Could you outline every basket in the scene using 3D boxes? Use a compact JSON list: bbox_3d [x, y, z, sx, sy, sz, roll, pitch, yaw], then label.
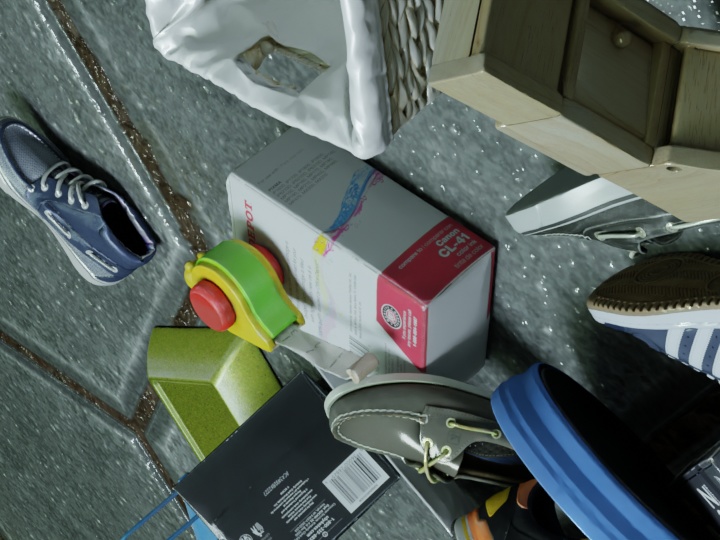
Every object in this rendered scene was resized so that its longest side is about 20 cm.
[{"bbox_3d":[-0.024,-0.212,0.980,0.198,0.161,0.200,29,146,34],"label":"basket"}]

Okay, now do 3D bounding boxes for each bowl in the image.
[{"bbox_3d":[0.170,0.140,1.109,0.201,0.039,0.201,42,-168,-11],"label":"bowl"}]

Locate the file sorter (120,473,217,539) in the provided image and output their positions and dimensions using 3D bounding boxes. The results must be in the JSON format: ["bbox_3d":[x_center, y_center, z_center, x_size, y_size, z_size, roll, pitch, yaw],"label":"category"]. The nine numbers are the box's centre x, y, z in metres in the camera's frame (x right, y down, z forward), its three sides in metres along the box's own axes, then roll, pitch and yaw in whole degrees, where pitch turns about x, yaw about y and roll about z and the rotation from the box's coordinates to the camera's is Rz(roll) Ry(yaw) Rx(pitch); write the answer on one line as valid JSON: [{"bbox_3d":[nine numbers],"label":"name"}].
[{"bbox_3d":[-0.161,0.354,1.879,0.200,0.123,0.139,29,144,35],"label":"file sorter"}]

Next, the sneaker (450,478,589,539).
[{"bbox_3d":[0.137,0.227,1.145,0.070,0.090,0.200,40,-164,-47],"label":"sneaker"}]

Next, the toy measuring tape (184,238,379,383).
[{"bbox_3d":[-0.068,0.023,1.238,0.200,0.074,0.074,24,142,43],"label":"toy measuring tape"}]

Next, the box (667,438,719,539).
[{"bbox_3d":[0.281,0.182,1.013,0.200,0.049,0.161,47,171,10],"label":"box"}]

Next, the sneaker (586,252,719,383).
[{"bbox_3d":[0.230,0.050,1.018,0.200,0.070,0.109,0,122,52],"label":"sneaker"}]

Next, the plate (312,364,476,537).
[{"bbox_3d":[0.039,0.151,1.371,0.200,0.032,0.200,50,177,21],"label":"plate"}]

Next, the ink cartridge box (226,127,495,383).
[{"bbox_3d":[0.000,0.000,1.273,0.200,0.086,0.148,37,149,27],"label":"ink cartridge box"}]

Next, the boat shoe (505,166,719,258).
[{"bbox_3d":[0.164,-0.039,1.008,0.064,0.071,0.200,58,149,-11],"label":"boat shoe"}]

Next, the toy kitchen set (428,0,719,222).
[{"bbox_3d":[0.173,-0.139,0.806,0.200,0.164,0.180,22,162,-37],"label":"toy kitchen set"}]

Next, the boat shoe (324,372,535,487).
[{"bbox_3d":[0.073,0.123,1.221,0.201,0.060,0.072,8,141,-7],"label":"boat shoe"}]

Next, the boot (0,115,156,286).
[{"bbox_3d":[-0.277,-0.078,1.610,0.200,0.073,0.090,49,144,-12],"label":"boot"}]

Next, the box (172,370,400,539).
[{"bbox_3d":[-0.057,0.182,1.438,0.124,0.149,0.200,48,176,5],"label":"box"}]

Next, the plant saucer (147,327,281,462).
[{"bbox_3d":[-0.132,0.152,1.678,0.200,0.048,0.200,-3,122,56],"label":"plant saucer"}]
